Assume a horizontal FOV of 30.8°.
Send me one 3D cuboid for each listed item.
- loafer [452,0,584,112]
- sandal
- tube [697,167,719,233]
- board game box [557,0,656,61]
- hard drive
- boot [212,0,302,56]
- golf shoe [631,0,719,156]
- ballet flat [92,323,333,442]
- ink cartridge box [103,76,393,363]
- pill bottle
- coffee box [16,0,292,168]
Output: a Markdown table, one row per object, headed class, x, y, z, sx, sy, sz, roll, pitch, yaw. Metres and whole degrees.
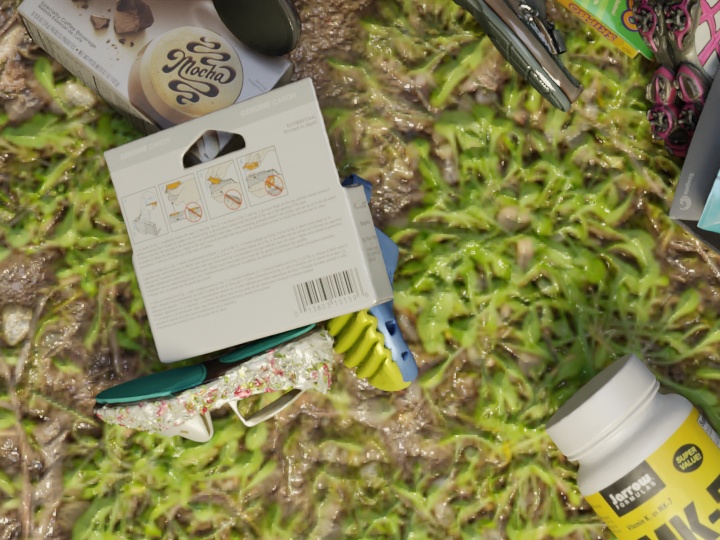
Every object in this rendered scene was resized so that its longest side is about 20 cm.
| class | x | y | z | sx | sy | sz | roll | pitch | yaw |
| --- | --- | --- | --- | --- | --- | --- | --- | --- | --- |
| loafer | 0.126 | -0.226 | 1.105 | 0.063 | 0.072 | 0.200 | -42 | 85 | 2 |
| sandal | 0.000 | 0.000 | 1.062 | 0.086 | 0.079 | 0.202 | -26 | 90 | -28 |
| tube | 0.352 | -0.042 | 1.064 | 0.198 | 0.050 | 0.078 | 20 | 89 | -34 |
| board game box | 0.203 | -0.274 | 1.146 | 0.199 | 0.030 | 0.096 | 37 | 80 | 3 |
| hard drive | 0.336 | -0.110 | 1.091 | 0.134 | 0.042 | 0.202 | 29 | 81 | -38 |
| boot | -0.055 | -0.272 | 1.065 | 0.173 | 0.069 | 0.201 | -22 | 69 | -36 |
| golf shoe | 0.282 | -0.204 | 1.104 | 0.091 | 0.072 | 0.203 | -20 | 111 | -33 |
| ballet flat | -0.110 | 0.099 | 1.038 | 0.197 | 0.076 | 0.065 | -18 | 101 | -5 |
| ink cartridge box | -0.090 | -0.036 | 1.015 | 0.198 | 0.043 | 0.176 | -16 | 90 | 24 |
| pill bottle | 0.244 | 0.173 | 1.037 | 0.114 | 0.114 | 0.201 | -39 | 86 | -10 |
| coffee box | -0.166 | -0.180 | 1.069 | 0.199 | 0.080 | 0.113 | 40 | 80 | 1 |
